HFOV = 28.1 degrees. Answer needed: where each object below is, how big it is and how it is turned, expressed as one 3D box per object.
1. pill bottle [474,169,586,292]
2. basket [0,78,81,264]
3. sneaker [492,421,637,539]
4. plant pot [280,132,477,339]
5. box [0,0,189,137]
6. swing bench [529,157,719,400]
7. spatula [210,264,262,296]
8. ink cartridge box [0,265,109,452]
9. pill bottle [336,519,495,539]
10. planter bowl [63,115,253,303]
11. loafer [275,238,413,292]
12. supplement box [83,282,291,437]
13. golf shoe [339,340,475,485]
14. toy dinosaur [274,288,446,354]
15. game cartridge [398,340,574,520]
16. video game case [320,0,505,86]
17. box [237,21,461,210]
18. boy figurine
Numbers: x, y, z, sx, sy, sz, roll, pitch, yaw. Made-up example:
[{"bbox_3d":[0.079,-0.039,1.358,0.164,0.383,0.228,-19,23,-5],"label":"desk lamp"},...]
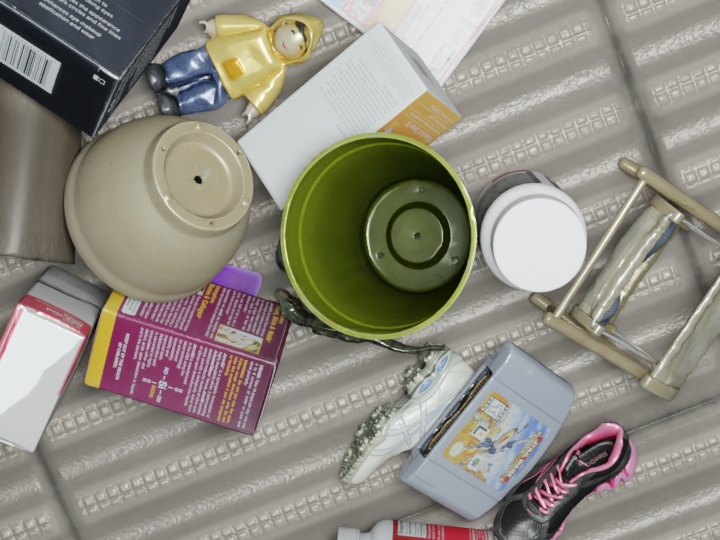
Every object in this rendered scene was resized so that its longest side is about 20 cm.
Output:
[{"bbox_3d":[0.181,-0.041,1.540,0.113,0.200,0.115,0,100,1],"label":"pill bottle"},{"bbox_3d":[-0.367,-0.114,1.566,0.135,0.180,0.202,7,89,-4],"label":"basket"},{"bbox_3d":[0.227,0.238,1.618,0.199,0.096,0.079,-38,66,-11],"label":"sneaker"},{"bbox_3d":[0.041,-0.037,1.495,0.198,0.193,0.203,1,92,15],"label":"plant pot"},{"bbox_3d":[-0.299,-0.282,1.499,0.196,0.118,0.201,33,54,-5],"label":"box"},{"bbox_3d":[0.326,0.015,1.584,0.199,0.130,0.200,32,99,-5],"label":"swing bench"},{"bbox_3d":[-0.212,-0.006,1.643,0.198,0.021,0.057,22,111,-1],"label":"spatula"},{"bbox_3d":[-0.349,0.092,1.573,0.084,0.200,0.147,25,100,-9],"label":"ink cartridge box"},{"bbox_3d":[0.068,0.348,1.656,0.198,0.112,0.113,6,100,0],"label":"pill bottle"},{"bbox_3d":[-0.196,-0.081,1.523,0.199,0.134,0.202,13,66,-31],"label":"planter bowl"},{"bbox_3d":[0.000,0.000,1.631,0.198,0.063,0.072,16,69,-5],"label":"loafer"},{"bbox_3d":[-0.188,0.083,1.596,0.198,0.131,0.104,18,116,-2],"label":"supplement box"},{"bbox_3d":[0.061,0.183,1.648,0.097,0.078,0.200,38,100,-12],"label":"golf shoe"},{"bbox_3d":[-0.003,0.062,1.618,0.198,0.088,0.048,14,100,-2],"label":"toy dinosaur"},{"bbox_3d":[0.150,0.188,1.639,0.133,0.042,0.201,34,99,-27],"label":"game cartridge"},{"bbox_3d":[0.050,-0.316,1.586,0.199,0.017,0.143,37,99,-5],"label":"video game case"},{"bbox_3d":[-0.010,-0.152,1.540,0.200,0.124,0.098,-38,71,13],"label":"box"},{"bbox_3d":[-0.130,-0.224,1.584,0.198,0.064,0.125,-19,97,7],"label":"boy figurine"}]
